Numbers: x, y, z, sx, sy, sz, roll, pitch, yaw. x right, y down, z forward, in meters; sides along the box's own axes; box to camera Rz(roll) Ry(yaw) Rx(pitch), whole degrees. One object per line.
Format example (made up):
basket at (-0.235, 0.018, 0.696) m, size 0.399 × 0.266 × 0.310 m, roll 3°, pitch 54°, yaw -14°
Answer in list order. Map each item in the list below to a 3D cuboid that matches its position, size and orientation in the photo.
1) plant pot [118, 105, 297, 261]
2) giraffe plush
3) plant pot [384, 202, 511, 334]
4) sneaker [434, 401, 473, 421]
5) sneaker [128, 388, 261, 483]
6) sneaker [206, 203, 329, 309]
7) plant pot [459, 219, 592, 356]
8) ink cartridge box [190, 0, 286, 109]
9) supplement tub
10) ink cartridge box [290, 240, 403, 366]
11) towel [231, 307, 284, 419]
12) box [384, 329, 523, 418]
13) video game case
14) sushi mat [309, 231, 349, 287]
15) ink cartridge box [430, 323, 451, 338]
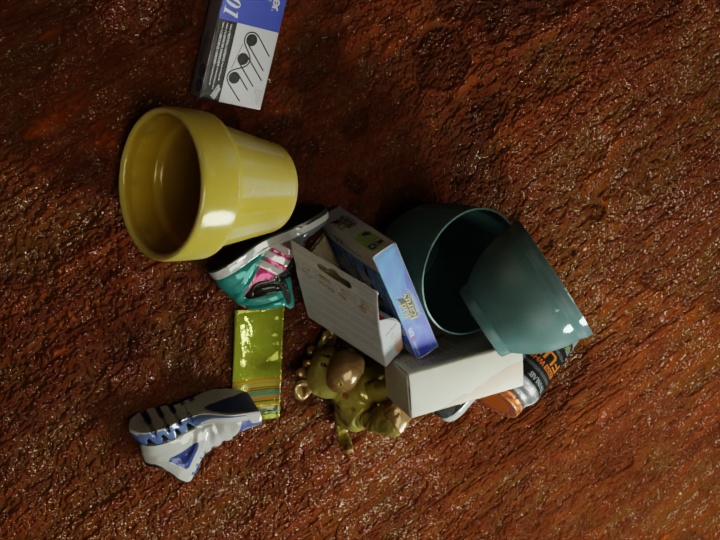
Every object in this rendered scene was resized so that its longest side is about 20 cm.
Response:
plant pot at (-0.197, -0.115, 1.324) m, size 0.189 × 0.201 × 0.201 m, roll -3°, pitch 113°, yaw -46°
giraffe plush at (-0.017, 0.180, 1.587) m, size 0.200 × 0.173 × 0.162 m, roll -31°, pitch 119°, yaw 27°
plant pot at (0.126, -0.018, 1.546) m, size 0.200 × 0.161 × 0.201 m, roll -13°, pitch 112°, yaw -33°
sneaker at (0.185, 0.170, 1.724) m, size 0.200 × 0.073 × 0.112 m, roll -50°, pitch 127°, yaw -1°
sneaker at (-0.256, 0.261, 1.518) m, size 0.199 × 0.081 × 0.115 m, roll -11°, pitch 120°, yaw -18°
sneaker at (-0.117, -0.006, 1.468) m, size 0.200 × 0.084 × 0.121 m, roll -31°, pitch 118°, yaw -6°
plant pot at (0.231, 0.045, 1.438) m, size 0.134 × 0.200 × 0.200 m, roll -34°, pitch 125°, yaw 8°
ink cartridge box at (-0.162, -0.328, 1.329) m, size 0.094 × 0.044 × 0.200 m, roll 5°, pitch 108°, yaw -33°
supplement tub at (0.281, 0.145, 1.666) m, size 0.200 × 0.122 × 0.123 m, roll -52°, pitch 127°, yaw -19°
ink cartridge box at (-0.018, 0.038, 1.423) m, size 0.050 × 0.162 × 0.200 m, roll -46°, pitch 152°, yaw -27°
towel at (-0.163, 0.150, 1.552) m, size 0.086 × 0.018 × 0.200 m, roll -7°, pitch 114°, yaw -28°
box at (0.144, 0.153, 1.508) m, size 0.200 × 0.095 × 0.078 m, roll -12°, pitch 111°, yaw -19°
video game case at (0.026, 0.018, 1.485) m, size 0.045 × 0.181 × 0.200 m, roll -32°, pitch 122°, yaw -13°
sushi mat at (0.000, 0.000, 1.583) m, size 0.096 × 0.012 × 0.200 m, roll -50°, pitch 126°, yaw -1°
ink cartridge box at (0.189, 0.082, 1.644) m, size 0.200 × 0.146 × 0.085 m, roll -43°, pitch 122°, yaw -6°
